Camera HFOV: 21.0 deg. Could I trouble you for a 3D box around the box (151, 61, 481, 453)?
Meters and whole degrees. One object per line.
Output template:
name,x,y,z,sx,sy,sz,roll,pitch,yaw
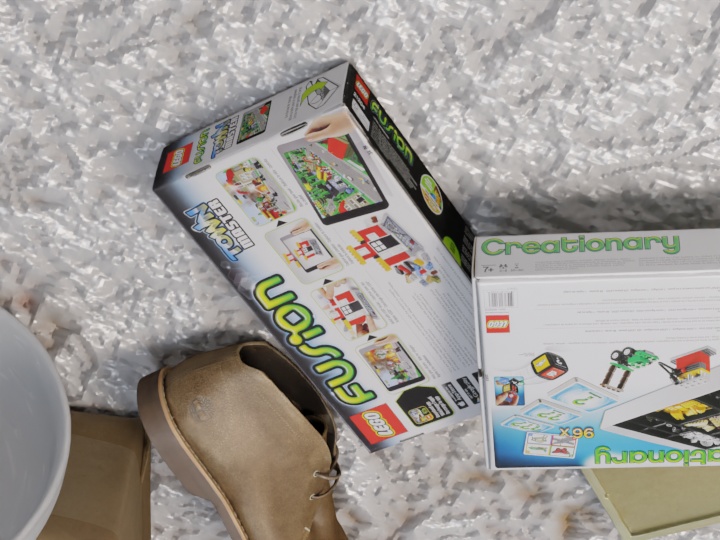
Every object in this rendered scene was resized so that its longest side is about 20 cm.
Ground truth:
box,0.000,0.000,0.948,0.110,0.035,0.200,-21,125,24

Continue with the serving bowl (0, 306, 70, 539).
serving bowl,-0.243,0.099,0.966,0.199,0.201,0.066,7,140,2

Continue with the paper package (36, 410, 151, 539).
paper package,-0.221,0.166,1.082,0.198,0.104,0.191,7,133,1

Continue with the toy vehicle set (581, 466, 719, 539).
toy vehicle set,0.204,0.070,0.987,0.199,0.027,0.125,-17,127,21

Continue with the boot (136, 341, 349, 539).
boot,-0.034,0.119,1.041,0.075,0.074,0.200,-26,121,16

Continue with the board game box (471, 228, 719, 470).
board game box,0.155,0.039,0.920,0.198,0.035,0.127,-1,130,6
